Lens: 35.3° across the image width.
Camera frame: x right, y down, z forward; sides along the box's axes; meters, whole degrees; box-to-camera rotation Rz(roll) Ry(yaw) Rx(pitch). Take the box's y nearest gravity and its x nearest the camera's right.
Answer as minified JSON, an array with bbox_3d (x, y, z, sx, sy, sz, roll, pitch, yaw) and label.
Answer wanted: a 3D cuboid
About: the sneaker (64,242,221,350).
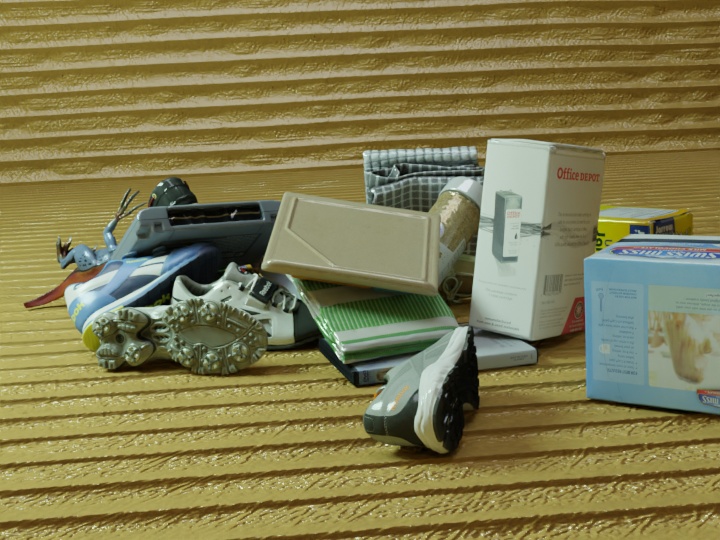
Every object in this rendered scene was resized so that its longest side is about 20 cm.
[{"bbox_3d":[-0.250,0.011,1.302,0.198,0.075,0.082,-29,55,-32],"label":"sneaker"}]

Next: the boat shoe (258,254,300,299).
[{"bbox_3d":[-0.055,0.028,1.370,0.069,0.057,0.200,-44,38,-8],"label":"boat shoe"}]

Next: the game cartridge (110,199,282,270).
[{"bbox_3d":[-0.197,-0.036,1.370,0.197,0.041,0.133,-6,-27,-33],"label":"game cartridge"}]

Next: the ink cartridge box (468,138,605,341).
[{"bbox_3d":[0.193,-0.036,1.222,0.084,0.204,0.145,11,8,34],"label":"ink cartridge box"}]

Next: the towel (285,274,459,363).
[{"bbox_3d":[0.006,0.026,1.191,0.150,0.024,0.200,-7,34,-24],"label":"towel"}]

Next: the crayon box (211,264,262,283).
[{"bbox_3d":[-0.223,0.035,1.410,0.196,0.053,0.126,-6,11,-14],"label":"crayon box"}]

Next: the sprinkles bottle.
[{"bbox_3d":[0.087,-0.025,1.359,0.068,0.069,0.201,6,47,41],"label":"sprinkles bottle"}]

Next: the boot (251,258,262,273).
[{"bbox_3d":[-0.212,-0.022,1.550,0.153,0.075,0.199,-13,-22,30],"label":"boot"}]

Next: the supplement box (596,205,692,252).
[{"bbox_3d":[0.305,-0.021,1.428,0.198,0.112,0.108,7,14,44],"label":"supplement box"}]

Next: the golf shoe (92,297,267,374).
[{"bbox_3d":[-0.180,0.063,1.194,0.196,0.080,0.097,2,5,18],"label":"golf shoe"}]

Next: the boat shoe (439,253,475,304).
[{"bbox_3d":[0.075,0.020,1.419,0.197,0.074,0.064,3,54,9],"label":"boat shoe"}]

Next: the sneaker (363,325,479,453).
[{"bbox_3d":[0.057,0.096,0.963,0.078,0.075,0.200,-4,9,18],"label":"sneaker"}]

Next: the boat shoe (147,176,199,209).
[{"bbox_3d":[-0.256,-0.067,1.558,0.073,0.064,0.202,-32,-11,-19],"label":"boat shoe"}]

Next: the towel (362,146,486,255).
[{"bbox_3d":[0.087,-0.065,1.506,0.162,0.202,0.086,-1,45,3],"label":"towel"}]

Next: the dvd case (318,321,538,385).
[{"bbox_3d":[0.067,0.083,1.175,0.196,0.018,0.143,-6,12,-15],"label":"dvd case"}]

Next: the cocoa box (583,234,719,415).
[{"bbox_3d":[0.310,0.045,0.996,0.197,0.136,0.131,4,13,33],"label":"cocoa box"}]

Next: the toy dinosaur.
[{"bbox_3d":[-0.321,0.001,1.499,0.180,0.202,0.105,18,-14,43],"label":"toy dinosaur"}]

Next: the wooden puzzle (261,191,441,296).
[{"bbox_3d":[-0.005,-0.026,1.223,0.182,0.038,0.201,9,26,1],"label":"wooden puzzle"}]

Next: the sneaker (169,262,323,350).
[{"bbox_3d":[-0.119,0.037,1.260,0.196,0.090,0.074,-1,17,6],"label":"sneaker"}]
